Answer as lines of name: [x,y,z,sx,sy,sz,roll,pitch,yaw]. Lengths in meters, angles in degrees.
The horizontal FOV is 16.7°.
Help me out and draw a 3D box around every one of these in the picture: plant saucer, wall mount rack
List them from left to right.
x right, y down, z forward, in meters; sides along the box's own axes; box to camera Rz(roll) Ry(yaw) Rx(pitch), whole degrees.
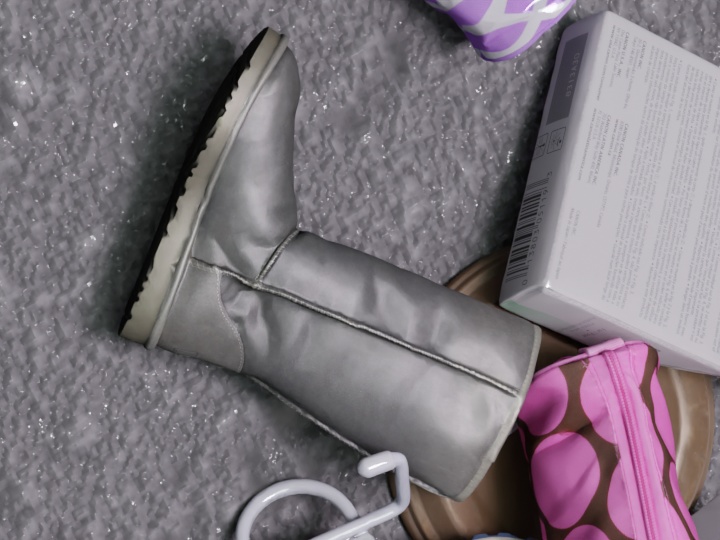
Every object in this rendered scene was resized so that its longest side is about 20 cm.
wall mount rack: [-0.031,0.172,1.155,0.173,0.200,0.075,-22,144,-12]
plant saucer: [0.107,0.084,1.297,0.199,0.029,0.201,-2,94,-24]

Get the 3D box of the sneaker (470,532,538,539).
sneaker: [0.029,0.202,1.225,0.199,0.085,0.077,-20,135,-17]

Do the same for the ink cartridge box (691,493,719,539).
ink cartridge box: [0.200,0.246,1.303,0.146,0.084,0.201,-35,115,-18]

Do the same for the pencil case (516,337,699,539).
pencil case: [0.131,0.130,1.199,0.090,0.094,0.201,-12,63,-3]

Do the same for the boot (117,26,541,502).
boot: [0.000,-0.001,1.203,0.199,0.073,0.183,22,97,-8]

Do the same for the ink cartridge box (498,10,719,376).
ink cartridge box: [0.179,-0.024,1.296,0.199,0.050,0.162,24,68,-26]

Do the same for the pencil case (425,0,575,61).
pencil case: [0.029,-0.195,1.215,0.084,0.085,0.200,-44,109,-6]
